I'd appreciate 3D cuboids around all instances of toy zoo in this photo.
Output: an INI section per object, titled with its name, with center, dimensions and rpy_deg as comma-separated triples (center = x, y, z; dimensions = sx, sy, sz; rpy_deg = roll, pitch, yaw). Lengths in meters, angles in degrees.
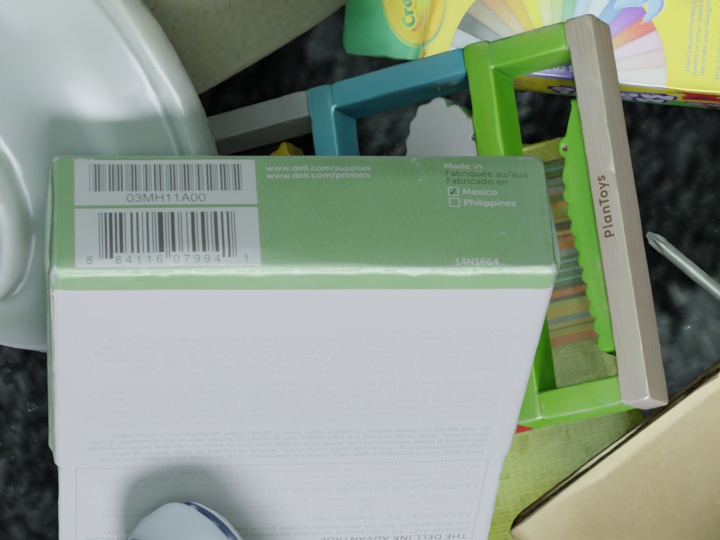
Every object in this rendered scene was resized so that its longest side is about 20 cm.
[toy zoo]
center = 0.000, 0.000, 0.859
dimensions = 0.199, 0.020, 0.132
rpy_deg = -14, 76, 24

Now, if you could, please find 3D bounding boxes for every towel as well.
[towel]
center = 0.059, 0.056, 0.891
dimensions = 0.086, 0.018, 0.201
rpy_deg = -14, 86, 0

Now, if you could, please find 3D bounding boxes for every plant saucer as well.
[plant saucer]
center = -0.136, -0.042, 0.776
dimensions = 0.200, 0.200, 0.050
rpy_deg = 39, 53, 3

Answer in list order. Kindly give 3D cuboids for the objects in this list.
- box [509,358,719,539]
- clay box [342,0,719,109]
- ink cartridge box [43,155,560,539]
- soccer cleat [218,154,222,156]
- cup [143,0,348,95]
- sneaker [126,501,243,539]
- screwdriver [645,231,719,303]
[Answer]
[box]
center = 0.171, 0.114, 0.822
dimensions = 0.163, 0.021, 0.200
rpy_deg = -38, 92, 8
[clay box]
center = 0.097, -0.119, 0.889
dimensions = 0.199, 0.048, 0.116
rpy_deg = 6, 88, 2
[ink cartridge box]
center = -0.025, 0.044, 0.781
dimensions = 0.145, 0.200, 0.048
rpy_deg = -1, 54, -7
[soccer cleat]
center = -0.090, -0.017, 0.863
dimensions = 0.199, 0.068, 0.073
rpy_deg = 16, 49, 29
[cup]
center = -0.079, -0.128, 0.830
dimensions = 0.200, 0.200, 0.144
rpy_deg = -30, 98, -2
[sneaker]
center = -0.013, 0.136, 0.816
dimensions = 0.071, 0.201, 0.073
rpy_deg = -41, 42, -19
[screwdriver]
center = 0.178, 0.051, 0.881
dimensions = 0.200, 0.029, 0.028
rpy_deg = 41, 87, -2
